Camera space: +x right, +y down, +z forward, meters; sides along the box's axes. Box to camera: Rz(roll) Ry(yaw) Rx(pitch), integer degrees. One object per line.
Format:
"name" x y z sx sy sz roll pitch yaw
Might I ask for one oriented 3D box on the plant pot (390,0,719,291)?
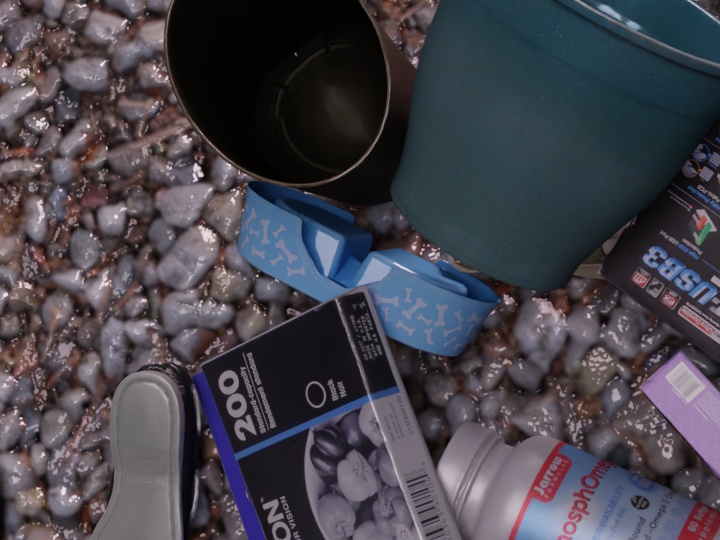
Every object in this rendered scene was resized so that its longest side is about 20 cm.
"plant pot" 0.118 -0.098 1.104 0.200 0.200 0.189 34 112 16

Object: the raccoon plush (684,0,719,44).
"raccoon plush" 0.289 -0.141 1.197 0.133 0.097 0.201 -5 100 4

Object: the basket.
"basket" -0.025 -0.119 1.200 0.136 0.200 0.180 -43 72 8

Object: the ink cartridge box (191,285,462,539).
"ink cartridge box" -0.038 0.137 1.203 0.200 0.043 0.199 -28 80 42

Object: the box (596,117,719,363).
"box" 0.285 -0.023 1.107 0.200 0.050 0.199 37 105 23

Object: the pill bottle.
"pill bottle" 0.146 0.178 1.169 0.199 0.109 0.109 23 89 16

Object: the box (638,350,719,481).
"box" 0.264 0.143 1.128 0.039 0.137 0.200 -42 75 5

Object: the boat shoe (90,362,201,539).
"boat shoe" -0.151 0.167 1.273 0.075 0.060 0.201 14 101 13

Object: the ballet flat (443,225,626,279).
"ballet flat" 0.152 -0.026 1.216 0.199 0.069 0.070 -7 81 13

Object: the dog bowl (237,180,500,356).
"dog bowl" 0.000 0.000 1.232 0.199 0.111 0.050 26 101 16
